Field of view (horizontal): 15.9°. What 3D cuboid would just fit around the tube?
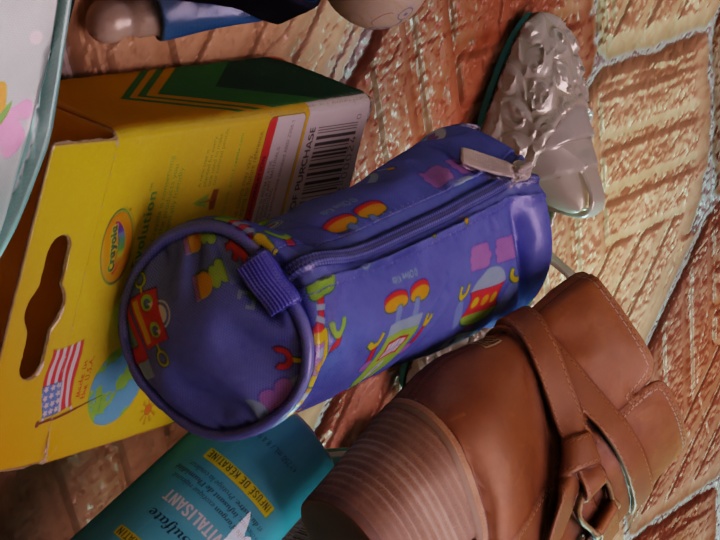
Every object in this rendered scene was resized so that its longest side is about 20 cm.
[{"bbox_3d":[-0.093,0.126,0.939,0.200,0.077,0.050,-46,174,-22],"label":"tube"}]

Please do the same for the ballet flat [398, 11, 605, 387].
[{"bbox_3d":[0.079,-0.018,1.206,0.072,0.072,0.200,-2,112,-61],"label":"ballet flat"}]

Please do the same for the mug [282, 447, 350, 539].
[{"bbox_3d":[-0.002,0.155,1.071,0.152,0.185,0.114,-12,126,-15],"label":"mug"}]

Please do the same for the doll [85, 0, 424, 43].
[{"bbox_3d":[-0.046,-0.114,0.867,0.136,0.048,0.200,-36,157,30],"label":"doll"}]

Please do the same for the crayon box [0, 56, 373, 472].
[{"bbox_3d":[-0.080,-0.007,0.940,0.200,0.051,0.127,-13,123,-59],"label":"crayon box"}]

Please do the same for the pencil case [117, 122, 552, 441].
[{"bbox_3d":[0.000,0.000,0.946,0.087,0.078,0.200,-47,166,33],"label":"pencil case"}]

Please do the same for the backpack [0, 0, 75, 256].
[{"bbox_3d":[-0.156,-0.073,0.587,0.153,0.200,0.176,2,112,-44],"label":"backpack"}]

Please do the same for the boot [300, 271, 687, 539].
[{"bbox_3d":[0.072,0.114,0.994,0.155,0.074,0.200,-40,126,-30],"label":"boot"}]
